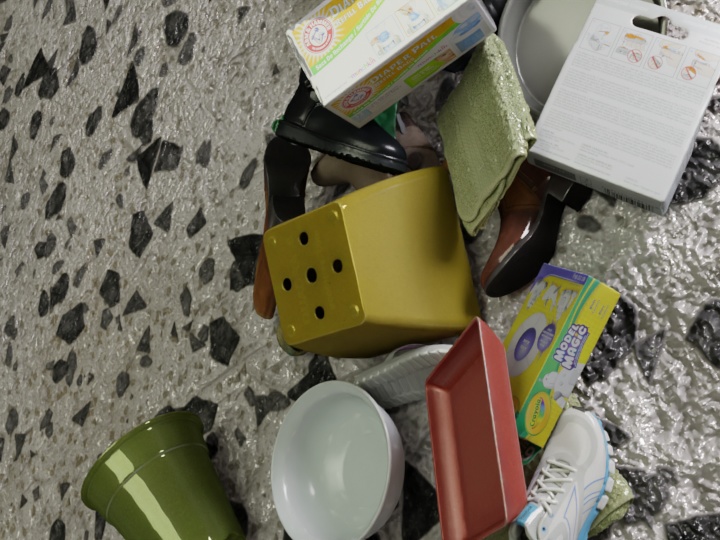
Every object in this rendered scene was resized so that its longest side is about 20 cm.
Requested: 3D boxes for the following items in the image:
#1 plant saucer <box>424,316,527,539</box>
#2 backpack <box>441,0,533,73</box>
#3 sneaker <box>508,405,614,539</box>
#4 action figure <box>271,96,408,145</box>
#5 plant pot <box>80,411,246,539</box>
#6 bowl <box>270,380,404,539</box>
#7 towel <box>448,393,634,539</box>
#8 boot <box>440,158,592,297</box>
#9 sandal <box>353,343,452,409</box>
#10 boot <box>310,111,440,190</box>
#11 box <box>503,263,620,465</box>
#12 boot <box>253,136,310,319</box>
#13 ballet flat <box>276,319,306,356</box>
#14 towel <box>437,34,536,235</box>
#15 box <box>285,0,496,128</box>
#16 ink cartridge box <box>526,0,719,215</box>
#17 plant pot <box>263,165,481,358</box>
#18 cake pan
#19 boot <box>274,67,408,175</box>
[{"bbox_3d":[0.119,0.179,0.924,0.200,0.036,0.204,115,152,-61],"label":"plant saucer"},{"bbox_3d":[0.105,-0.353,1.103,0.193,0.198,0.154,-59,23,1],"label":"backpack"},{"bbox_3d":[0.187,0.231,0.864,0.074,0.086,0.205,7,80,46],"label":"sneaker"},{"bbox_3d":[-0.034,-0.202,1.179,0.196,0.055,0.121,-2,66,26],"label":"action figure"},{"bbox_3d":[-0.257,0.338,1.241,0.190,0.199,0.201,47,109,26],"label":"plant pot"},{"bbox_3d":[-0.013,0.243,1.091,0.198,0.089,0.206,-14,69,39],"label":"bowl"},{"bbox_3d":[0.184,0.240,0.949,0.200,0.036,0.150,-45,51,24],"label":"towel"},{"bbox_3d":[0.155,-0.090,1.056,0.200,0.068,0.191,41,106,43],"label":"boot"},{"bbox_3d":[0.069,0.117,1.074,0.200,0.083,0.050,-18,36,37],"label":"sandal"},{"bbox_3d":[0.020,-0.113,1.187,0.198,0.070,0.149,-30,60,33],"label":"boot"},{"bbox_3d":[0.186,0.097,0.938,0.203,0.048,0.117,-65,14,0],"label":"box"},{"bbox_3d":[-0.115,-0.064,1.266,0.202,0.067,0.191,110,154,-48],"label":"boot"},{"bbox_3d":[-0.059,0.025,1.212,0.070,0.070,0.204,31,102,43],"label":"ballet flat"},{"bbox_3d":[0.137,-0.158,1.005,0.149,0.036,0.203,119,154,-45],"label":"towel"},{"bbox_3d":[0.034,-0.264,0.980,0.198,0.112,0.103,-33,75,17],"label":"box"},{"bbox_3d":[0.288,-0.182,0.949,0.158,0.047,0.203,24,84,23],"label":"ink cartridge box"},{"bbox_3d":[0.000,0.000,1.057,0.197,0.175,0.205,-18,82,39],"label":"plant pot"},{"bbox_3d":[0.252,-0.266,1.012,0.196,0.036,0.206,-1,87,32],"label":"cake pan"},{"bbox_3d":[-0.005,-0.222,1.095,0.197,0.076,0.172,22,94,31],"label":"boot"}]
